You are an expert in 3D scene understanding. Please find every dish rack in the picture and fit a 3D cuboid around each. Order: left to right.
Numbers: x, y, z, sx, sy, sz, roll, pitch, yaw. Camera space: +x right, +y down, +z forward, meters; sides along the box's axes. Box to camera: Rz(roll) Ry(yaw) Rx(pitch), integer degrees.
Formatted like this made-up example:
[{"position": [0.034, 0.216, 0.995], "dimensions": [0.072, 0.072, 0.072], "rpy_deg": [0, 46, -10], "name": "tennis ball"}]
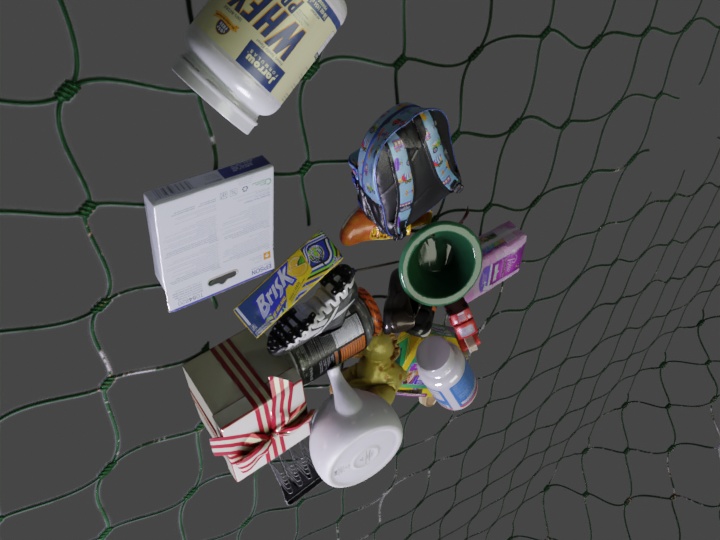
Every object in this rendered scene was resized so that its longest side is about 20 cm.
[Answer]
[{"position": [-0.132, 0.423, 1.567], "dimensions": [0.152, 0.054, 0.203], "rpy_deg": [-34, 141, -20], "name": "dish rack"}]

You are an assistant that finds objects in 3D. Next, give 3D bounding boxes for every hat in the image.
[{"position": [0.141, -0.042, 1.382], "dimensions": [0.194, 0.177, 0.170], "rpy_deg": [10, 109, -21], "name": "hat"}]

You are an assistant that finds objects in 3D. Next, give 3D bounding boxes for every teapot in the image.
[{"position": [-0.023, 0.298, 1.320], "dimensions": [0.195, 0.147, 0.202], "rpy_deg": [19, 115, -47], "name": "teapot"}]

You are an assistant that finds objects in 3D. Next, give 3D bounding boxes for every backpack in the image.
[{"position": [0.067, -0.184, 1.154], "dimensions": [0.181, 0.134, 0.202], "rpy_deg": [-37, 143, -12], "name": "backpack"}]

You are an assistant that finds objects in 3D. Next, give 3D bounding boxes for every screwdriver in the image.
[{"position": [0.000, 0.000, 1.344], "dimensions": [0.196, 0.029, 0.029], "rpy_deg": [-10, 161, -41], "name": "screwdriver"}]

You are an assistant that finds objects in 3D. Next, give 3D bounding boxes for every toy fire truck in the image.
[{"position": [0.220, 0.121, 1.484], "dimensions": [0.048, 0.200, 0.144], "rpy_deg": [-23, 101, 4], "name": "toy fire truck"}]

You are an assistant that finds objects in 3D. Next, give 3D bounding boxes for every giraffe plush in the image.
[{"position": [0.024, 0.186, 1.441], "dimensions": [0.193, 0.173, 0.167], "rpy_deg": [-9, 110, 0], "name": "giraffe plush"}]

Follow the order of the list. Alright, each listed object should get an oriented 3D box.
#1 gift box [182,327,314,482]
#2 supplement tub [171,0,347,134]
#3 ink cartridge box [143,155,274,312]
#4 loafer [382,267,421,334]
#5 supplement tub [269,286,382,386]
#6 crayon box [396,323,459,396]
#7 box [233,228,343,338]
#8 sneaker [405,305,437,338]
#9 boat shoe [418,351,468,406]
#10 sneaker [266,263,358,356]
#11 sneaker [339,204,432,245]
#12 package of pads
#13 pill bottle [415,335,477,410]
[{"position": [-0.199, 0.230, 1.215], "dimensions": [0.182, 0.187, 0.203], "rpy_deg": [-32, 142, -19], "name": "gift box"}, {"position": [-0.125, -0.288, 0.858], "dimensions": [0.201, 0.145, 0.144], "rpy_deg": [-51, 143, 5], "name": "supplement tub"}, {"position": [-0.220, -0.055, 1.058], "dimensions": [0.196, 0.041, 0.204], "rpy_deg": [-23, 137, -30], "name": "ink cartridge box"}, {"position": [0.087, 0.064, 1.371], "dimensions": [0.202, 0.069, 0.075], "rpy_deg": [-73, 167, -58], "name": "loafer"}, {"position": [-0.062, 0.118, 1.306], "dimensions": [0.197, 0.122, 0.125], "rpy_deg": [-28, 140, -25], "name": "supplement tub"}, {"position": [0.143, 0.211, 1.650], "dimensions": [0.197, 0.058, 0.175], "rpy_deg": [13, 111, -49], "name": "crayon box"}, {"position": [-0.123, 0.022, 1.186], "dimensions": [0.199, 0.065, 0.070], "rpy_deg": [-43, -175, -7], "name": "box"}, {"position": [0.130, 0.057, 1.441], "dimensions": [0.201, 0.068, 0.092], "rpy_deg": [-56, 161, -61], "name": "sneaker"}, {"position": [0.209, 0.271, 1.763], "dimensions": [0.073, 0.066, 0.204], "rpy_deg": [-5, 126, -42], "name": "boat shoe"}, {"position": [-0.073, 0.086, 1.207], "dimensions": [0.200, 0.066, 0.091], "rpy_deg": [-44, 138, -11], "name": "sneaker"}, {"position": [0.049, -0.091, 1.270], "dimensions": [0.196, 0.077, 0.074], "rpy_deg": [-24, 140, -26], "name": "sneaker"}, {"position": [0.278, -0.015, 1.570], "dimensions": [0.197, 0.076, 0.123], "rpy_deg": [-27, 142, -25], "name": "package of pads"}, {"position": [0.191, 0.227, 1.573], "dimensions": [0.112, 0.112, 0.201], "rpy_deg": [-42, 142, -6], "name": "pill bottle"}]
